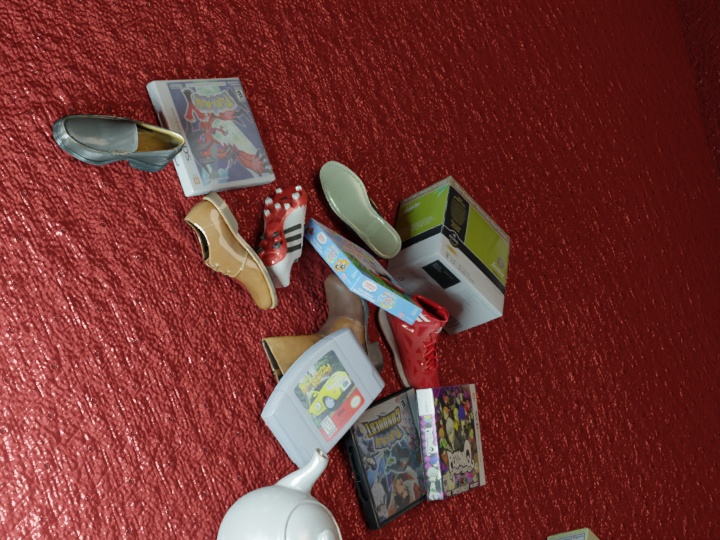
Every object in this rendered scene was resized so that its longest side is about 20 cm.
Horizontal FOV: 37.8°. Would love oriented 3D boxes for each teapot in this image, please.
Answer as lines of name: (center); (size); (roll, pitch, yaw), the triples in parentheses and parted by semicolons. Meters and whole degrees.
teapot: (-0.090, 0.383, 1.420); (0.197, 0.145, 0.202); (-37, 101, -52)

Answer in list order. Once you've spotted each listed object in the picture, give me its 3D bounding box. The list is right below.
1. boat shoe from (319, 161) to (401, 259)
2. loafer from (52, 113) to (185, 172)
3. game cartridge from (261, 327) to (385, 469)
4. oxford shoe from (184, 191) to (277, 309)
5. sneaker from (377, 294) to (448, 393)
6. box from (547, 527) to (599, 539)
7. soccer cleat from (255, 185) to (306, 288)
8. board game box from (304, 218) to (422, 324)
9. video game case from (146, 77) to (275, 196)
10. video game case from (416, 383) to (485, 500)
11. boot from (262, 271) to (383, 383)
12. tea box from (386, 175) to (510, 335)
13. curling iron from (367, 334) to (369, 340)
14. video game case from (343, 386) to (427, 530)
boat shoe: (-0.006, -0.104, 1.861); (0.071, 0.061, 0.202); (-38, 95, -8)
loafer: (-0.337, -0.190, 1.479); (0.198, 0.072, 0.074); (1, 71, -50)
game cartridge: (-0.056, 0.188, 1.598); (0.200, 0.041, 0.134); (-46, 111, -30)
oxford shoe: (-0.197, -0.015, 1.584); (0.071, 0.071, 0.202); (-40, 105, -24)
sneaker: (0.115, 0.137, 1.833); (0.202, 0.114, 0.078); (61, 37, -7)
box: (0.426, 0.625, 1.977); (0.176, 0.096, 0.202); (45, 43, -26)
soccer cleat: (-0.122, -0.058, 1.691); (0.202, 0.067, 0.086); (-80, 156, -48)
board game box: (0.000, 0.000, 1.736); (0.150, 0.037, 0.200); (30, 10, -39)
video game case: (-0.233, -0.216, 1.666); (0.199, 0.023, 0.185); (-16, 84, -54)
video game case: (0.158, 0.292, 1.818); (0.199, 0.035, 0.185); (8, 74, -62)
boot: (-0.076, 0.102, 1.672); (0.197, 0.068, 0.192); (-10, 79, -37)
tea box: (0.169, -0.027, 1.975); (0.200, 0.132, 0.199); (42, 44, -29)
curling iron: (-0.018, 0.171, 1.723); (0.049, 0.025, 0.203); (35, 47, -31)
video game case: (0.053, 0.304, 1.728); (0.199, 0.025, 0.184); (-15, 89, -54)
